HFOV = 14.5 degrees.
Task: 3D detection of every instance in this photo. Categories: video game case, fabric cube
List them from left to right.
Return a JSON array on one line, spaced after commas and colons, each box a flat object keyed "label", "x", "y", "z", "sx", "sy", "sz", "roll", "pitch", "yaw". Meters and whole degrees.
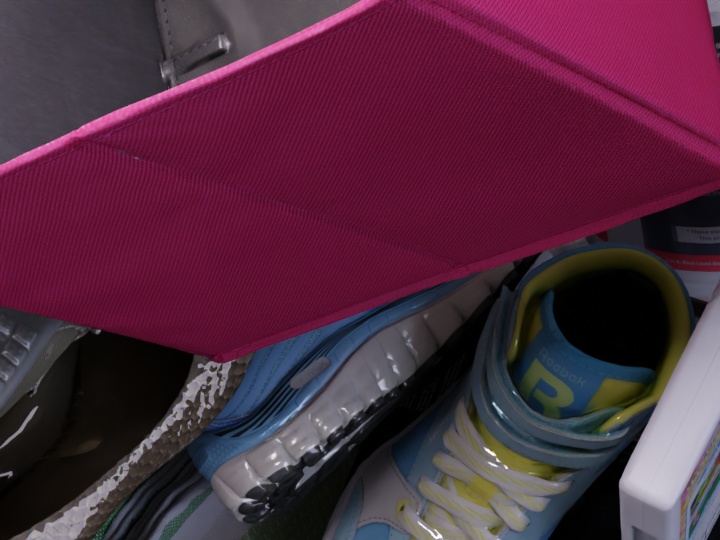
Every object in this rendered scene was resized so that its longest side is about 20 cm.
[{"label": "fabric cube", "x": -0.033, "y": -0.104, "z": 0.789, "sx": 0.199, "sy": 0.200, "sz": 0.197, "roll": 19, "pitch": 56, "yaw": -55}, {"label": "video game case", "x": 0.143, "y": 0.014, "z": 1.003, "sx": 0.200, "sy": 0.024, "sz": 0.182, "roll": -62, "pitch": 167, "yaw": -13}]

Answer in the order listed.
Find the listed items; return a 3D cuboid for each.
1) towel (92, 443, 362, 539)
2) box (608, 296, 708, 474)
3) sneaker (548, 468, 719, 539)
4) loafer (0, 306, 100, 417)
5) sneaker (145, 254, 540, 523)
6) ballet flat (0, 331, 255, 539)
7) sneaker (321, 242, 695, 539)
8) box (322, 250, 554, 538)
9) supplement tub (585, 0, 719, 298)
[{"label": "towel", "x": -0.033, "y": 0.131, "z": 1.094, "sx": 0.149, "sy": 0.031, "sz": 0.200, "roll": -46, "pitch": 137, "yaw": -32}, {"label": "box", "x": 0.163, "y": 0.078, "z": 1.285, "sx": 0.200, "sy": 0.100, "sz": 0.075, "roll": 38, "pitch": 73, "yaw": -53}, {"label": "sneaker", "x": 0.124, "y": 0.089, "z": 1.134, "sx": 0.200, "sy": 0.112, "sz": 0.073, "roll": -40, "pitch": 147, "yaw": -31}, {"label": "loafer", "x": -0.112, "y": -0.005, "z": 0.905, "sx": 0.200, "sy": 0.075, "sz": 0.070, "roll": -47, "pitch": -179, "yaw": -42}, {"label": "sneaker", "x": 0.000, "y": 0.000, "z": 1.026, "sx": 0.200, "sy": 0.090, "sz": 0.078, "roll": -39, "pitch": 170, "yaw": -37}, {"label": "ballet flat", "x": -0.096, "y": 0.050, "z": 0.943, "sx": 0.200, "sy": 0.067, "sz": 0.046, "roll": -53, "pitch": 153, "yaw": -18}, {"label": "sneaker", "x": 0.046, "y": 0.067, "z": 1.001, "sx": 0.200, "sy": 0.079, "sz": 0.131, "roll": -55, "pitch": 175, "yaw": -7}, {"label": "box", "x": 0.035, "y": 0.086, "z": 1.135, "sx": 0.200, "sy": 0.035, "sz": 0.110, "roll": -67, "pitch": 152, "yaw": -21}, {"label": "supplement tub", "x": 0.142, "y": -0.103, "z": 1.140, "sx": 0.140, "sy": 0.140, "sz": 0.200, "roll": -45, "pitch": 137, "yaw": -34}]
